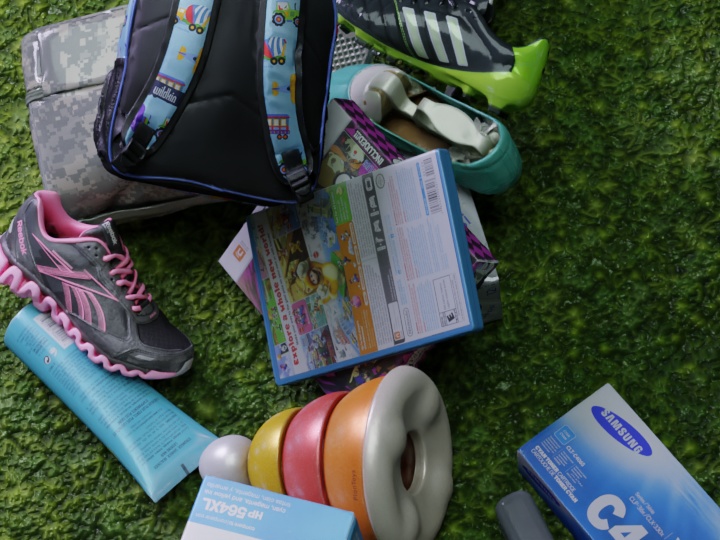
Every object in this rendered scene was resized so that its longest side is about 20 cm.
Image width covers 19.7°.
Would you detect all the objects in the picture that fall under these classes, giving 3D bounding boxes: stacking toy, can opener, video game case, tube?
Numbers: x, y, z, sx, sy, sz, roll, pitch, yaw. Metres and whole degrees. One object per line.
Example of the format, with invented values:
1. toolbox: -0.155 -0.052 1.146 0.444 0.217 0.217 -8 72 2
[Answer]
1. stacking toy: -0.038 0.147 1.615 0.198 0.146 0.147 -1 59 25
2. can opener: 0.144 0.261 1.554 0.066 0.053 0.201 -19 60 -3
3. video game case: -0.006 -0.007 1.675 0.200 0.036 0.182 50 116 27
4. video game case: 0.000 0.000 1.637 0.199 0.018 0.144 -17 79 35
5. tube: -0.208 0.102 1.693 0.200 0.051 0.077 40 66 21

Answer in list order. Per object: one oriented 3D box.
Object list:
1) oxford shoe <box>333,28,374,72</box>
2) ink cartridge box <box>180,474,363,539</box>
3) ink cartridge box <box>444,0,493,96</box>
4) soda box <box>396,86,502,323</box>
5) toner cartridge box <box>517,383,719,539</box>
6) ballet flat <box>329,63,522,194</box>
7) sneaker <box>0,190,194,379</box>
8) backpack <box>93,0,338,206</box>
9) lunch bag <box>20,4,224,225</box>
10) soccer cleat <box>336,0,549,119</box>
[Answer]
1. oxford shoe: -0.019 -0.193 1.785 0.075 0.058 0.201 33 113 0
2. ink cartridge box: -0.083 0.278 1.530 0.124 0.129 0.201 14 63 15
3. ink cartridge box: 0.080 -0.253 1.804 0.066 0.116 0.201 20 63 -6
4. soda box: 0.062 -0.050 1.730 0.063 0.068 0.201 -15 61 -1
5. toner cartridge box: 0.217 0.191 1.589 0.095 0.043 0.200 -34 62 -13
6. ballet flat: 0.046 -0.131 1.696 0.199 0.071 0.068 29 69 23
7. sneaker: -0.212 0.009 1.695 0.199 0.079 0.096 35 114 8
8. backpack: -0.111 -0.160 1.629 0.181 0.134 0.202 9 89 -12
9. lunch bag: -0.185 -0.126 1.764 0.198 0.139 0.169 -10 74 5
10. soccer cleat: 0.062 -0.197 1.699 0.199 0.067 0.082 27 94 12
